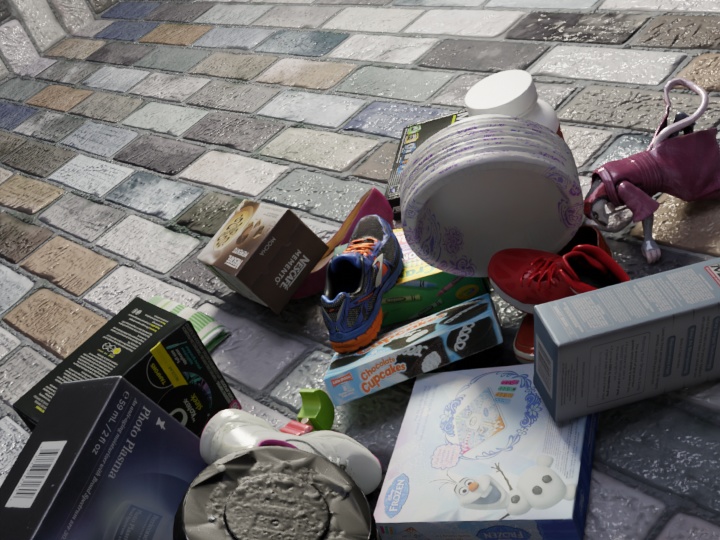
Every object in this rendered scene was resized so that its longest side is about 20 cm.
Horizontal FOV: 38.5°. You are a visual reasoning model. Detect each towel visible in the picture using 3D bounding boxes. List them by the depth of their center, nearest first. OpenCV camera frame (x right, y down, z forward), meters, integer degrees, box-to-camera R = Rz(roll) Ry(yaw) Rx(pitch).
[{"bbox_3d":[-0.286,0.105,1.433,0.199,0.024,0.152,14,50,48],"label":"towel"}]

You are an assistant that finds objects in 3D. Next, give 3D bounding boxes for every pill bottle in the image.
[{"bbox_3d":[0.196,-0.134,1.251,0.111,0.202,0.113,-18,33,12],"label":"pill bottle"}]

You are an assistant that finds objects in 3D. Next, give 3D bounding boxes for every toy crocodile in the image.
[{"bbox_3d":[-0.089,0.212,1.100,0.067,0.062,0.200,8,46,42],"label":"toy crocodile"}]

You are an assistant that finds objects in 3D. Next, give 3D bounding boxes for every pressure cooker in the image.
[{"bbox_3d":[-0.078,0.276,0.888,0.177,0.203,0.175,28,37,28],"label":"pressure cooker"}]

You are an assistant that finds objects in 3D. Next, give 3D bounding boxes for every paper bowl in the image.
[{"bbox_3d":[0.141,-0.091,1.138,0.198,0.201,0.106,-15,52,18],"label":"paper bowl"}]

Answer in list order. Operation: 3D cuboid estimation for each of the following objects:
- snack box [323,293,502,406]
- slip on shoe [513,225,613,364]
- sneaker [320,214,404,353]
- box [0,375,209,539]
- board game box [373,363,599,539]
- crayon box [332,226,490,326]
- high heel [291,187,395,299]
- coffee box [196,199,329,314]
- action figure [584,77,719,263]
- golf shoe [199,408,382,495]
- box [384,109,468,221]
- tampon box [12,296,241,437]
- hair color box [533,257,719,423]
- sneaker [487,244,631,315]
[{"bbox_3d":[0.060,0.086,1.153,0.197,0.038,0.116,-22,7,8],"label":"snack box"},{"bbox_3d":[0.221,0.026,1.140,0.073,0.062,0.201,7,47,39],"label":"slip on shoe"},{"bbox_3d":[0.000,0.000,1.212,0.074,0.079,0.202,-10,40,21],"label":"sneaker"},{"bbox_3d":[-0.233,0.240,0.987,0.122,0.198,0.202,-10,46,44],"label":"box"},{"bbox_3d":[0.128,0.177,1.009,0.196,0.044,0.201,-7,37,26],"label":"board game box"},{"bbox_3d":[0.061,0.001,1.292,0.197,0.059,0.120,-16,35,16],"label":"crayon box"},{"bbox_3d":[-0.046,-0.035,1.384,0.197,0.097,0.068,-22,32,7],"label":"high heel"},{"bbox_3d":[-0.135,-0.023,1.388,0.113,0.080,0.200,-51,22,-8],"label":"coffee box"},{"bbox_3d":[0.329,-0.110,1.187,0.198,0.151,0.134,-21,36,-18],"label":"action figure"},{"bbox_3d":[-0.057,0.194,1.002,0.091,0.198,0.076,24,97,62],"label":"golf shoe"},{"bbox_3d":[0.141,-0.163,1.479,0.190,0.048,0.201,-14,35,24],"label":"box"},{"bbox_3d":[-0.273,0.161,1.221,0.200,0.151,0.125,-44,35,-25],"label":"tampon box"},{"bbox_3d":[0.264,0.064,0.968,0.197,0.100,0.061,-13,39,-8],"label":"hair color box"},{"bbox_3d":[0.204,-0.002,1.053,0.198,0.116,0.079,20,67,37],"label":"sneaker"}]
